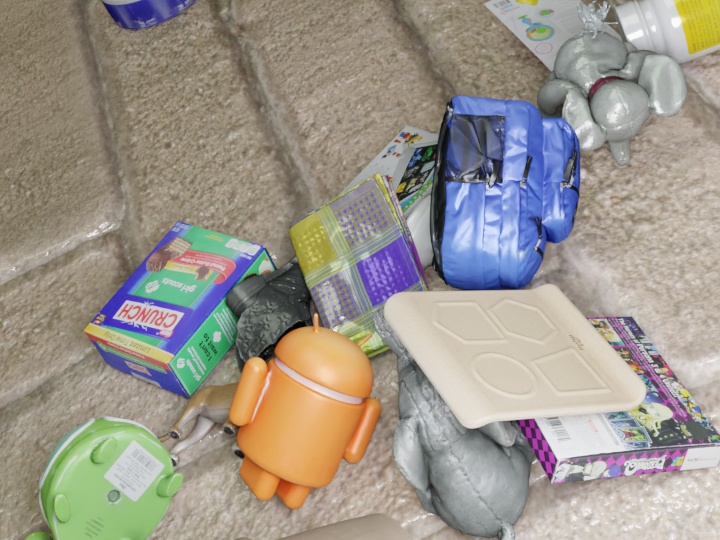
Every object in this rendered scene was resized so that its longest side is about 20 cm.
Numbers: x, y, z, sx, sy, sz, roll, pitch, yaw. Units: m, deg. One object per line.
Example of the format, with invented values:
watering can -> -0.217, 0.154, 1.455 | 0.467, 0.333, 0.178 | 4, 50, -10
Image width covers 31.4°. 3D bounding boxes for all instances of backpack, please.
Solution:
backpack -> 0.158, -0.076, 1.424 | 0.166, 0.162, 0.203 | 6, 82, 16

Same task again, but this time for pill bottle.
pill bottle -> 0.426, -0.326, 1.605 | 0.198, 0.112, 0.112 | -20, 41, 10

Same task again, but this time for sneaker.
sneaker -> 0.115, -0.053, 1.537 | 0.088, 0.075, 0.200 | 34, 73, 20
sneaker -> -0.083, 0.045, 1.544 | 0.199, 0.060, 0.104 | -27, 61, -29

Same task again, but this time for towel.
towel -> 0.000, 0.000, 1.499 | 0.142, 0.023, 0.202 | -25, 68, 15

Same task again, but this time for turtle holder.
turtle holder -> -0.289, 0.250, 1.409 | 0.131, 0.140, 0.188 | 23, 100, 60

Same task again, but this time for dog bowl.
dog bowl -> -0.372, -0.522, 2.283 | 0.198, 0.079, 0.201 | -16, 41, 14

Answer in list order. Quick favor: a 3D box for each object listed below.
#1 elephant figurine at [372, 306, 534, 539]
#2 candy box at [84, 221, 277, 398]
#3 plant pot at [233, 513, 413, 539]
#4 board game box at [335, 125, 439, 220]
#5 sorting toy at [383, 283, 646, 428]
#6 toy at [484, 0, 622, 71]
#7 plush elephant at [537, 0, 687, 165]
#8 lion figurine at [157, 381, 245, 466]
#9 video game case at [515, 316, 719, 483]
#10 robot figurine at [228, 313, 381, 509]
elephant figurine -> 0.079, 0.154, 1.222 | 0.154, 0.201, 0.142 | 8, 52, 43
candy box -> -0.222, 0.045, 1.609 | 0.168, 0.077, 0.201 | 15, 57, 39
plant pot -> -0.028, 0.307, 1.159 | 0.173, 0.202, 0.200 | -26, 37, -24
board game box -> 0.044, -0.099, 1.641 | 0.126, 0.035, 0.200 | 24, 62, 44
sorting toy -> 0.142, 0.080, 1.204 | 0.198, 0.037, 0.185 | -5, 37, -28
toy -> 0.264, -0.319, 1.732 | 0.114, 0.048, 0.201 | -23, 50, -12
plush elephant -> 0.297, -0.202, 1.522 | 0.163, 0.201, 0.156 | -15, 59, 4
lion figurine -> -0.150, 0.156, 1.460 | 0.198, 0.073, 0.123 | -5, 38, 31
video game case -> 0.228, 0.119, 1.245 | 0.179, 0.036, 0.201 | -3, 36, -20
robot figurine -> -0.056, 0.147, 1.349 | 0.143, 0.117, 0.202 | 25, 97, 9
